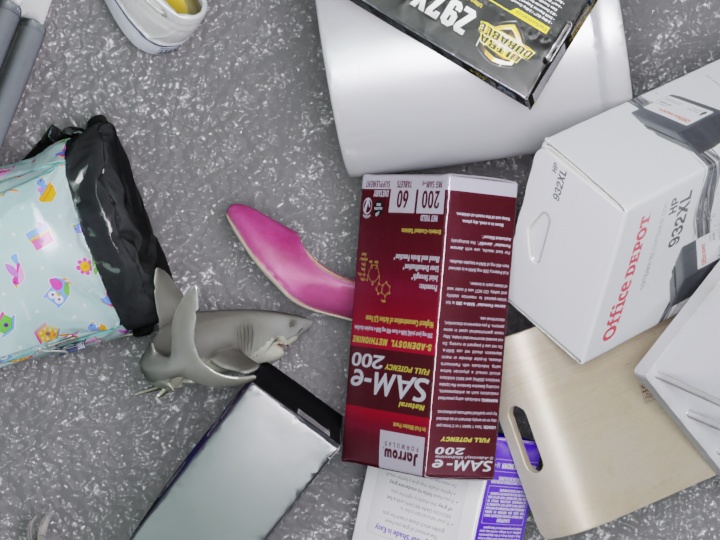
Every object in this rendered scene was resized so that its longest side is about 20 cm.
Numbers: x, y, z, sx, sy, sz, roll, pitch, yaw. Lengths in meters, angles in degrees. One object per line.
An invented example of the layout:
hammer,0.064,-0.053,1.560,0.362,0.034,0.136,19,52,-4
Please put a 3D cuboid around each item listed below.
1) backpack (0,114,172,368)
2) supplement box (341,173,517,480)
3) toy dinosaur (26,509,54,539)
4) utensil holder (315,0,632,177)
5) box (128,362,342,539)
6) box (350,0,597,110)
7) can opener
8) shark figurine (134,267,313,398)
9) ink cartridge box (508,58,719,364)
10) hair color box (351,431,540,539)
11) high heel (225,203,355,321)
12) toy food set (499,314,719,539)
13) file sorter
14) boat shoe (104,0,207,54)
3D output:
backpack,-0.248,-0.006,1.528,0.200,0.127,0.167,-18,94,4
supplement box,0.045,0.036,1.459,0.061,0.109,0.200,4,89,-33
toy dinosaur,-0.211,0.233,1.516,0.181,0.200,0.105,-3,105,-42
utensil holder,0.077,-0.156,1.501,0.200,0.170,0.170,-9,91,4
box,-0.083,0.144,1.488,0.079,0.200,0.141,35,91,-1
box,0.066,-0.224,1.400,0.200,0.049,0.160,31,91,6
can opener,-0.257,-0.169,1.544,0.066,0.053,0.200,-4,63,38
shark figurine,-0.121,0.039,1.460,0.128,0.214,0.090,-15,90,13
ink cartridge box,0.205,-0.045,1.461,0.200,0.145,0.084,-25,54,-32
hair color box,0.051,0.205,1.532,0.109,0.065,0.200,13,90,41
high heel,0.000,0.000,1.549,0.200,0.067,0.096,43,95,-2
toy food set,0.187,0.089,1.523,0.200,0.060,0.144,-19,91,-28
file sorter,0.312,0.089,1.461,0.139,0.125,0.200,-51,126,-12
boat shoe,-0.175,-0.252,1.530,0.075,0.086,0.202,-34,92,-35
